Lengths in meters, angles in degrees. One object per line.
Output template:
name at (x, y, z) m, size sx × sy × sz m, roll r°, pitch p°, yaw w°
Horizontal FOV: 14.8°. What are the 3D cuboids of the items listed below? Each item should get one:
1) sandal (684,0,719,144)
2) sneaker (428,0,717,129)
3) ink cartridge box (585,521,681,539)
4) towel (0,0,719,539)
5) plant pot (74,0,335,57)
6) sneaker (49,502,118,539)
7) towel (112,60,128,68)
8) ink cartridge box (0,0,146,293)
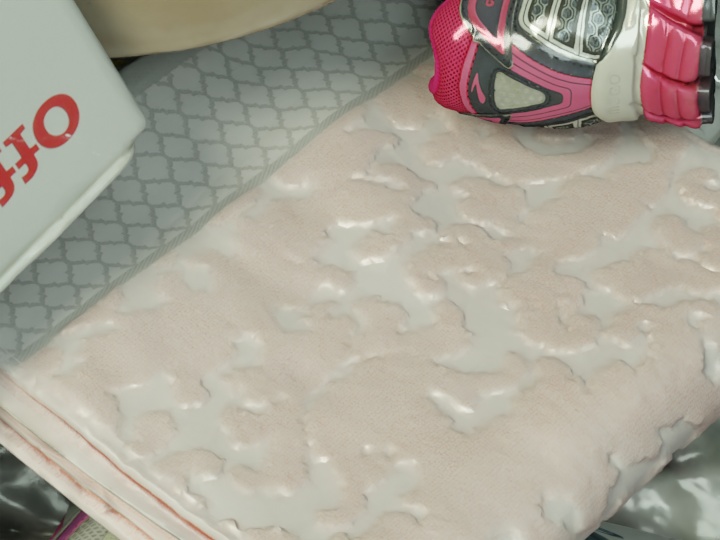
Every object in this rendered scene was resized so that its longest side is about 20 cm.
sandal at (0.110, -0.100, 0.832) m, size 0.082 × 0.050 × 0.203 m, roll 31°, pitch 65°, yaw 20°
sneaker at (0.049, -0.118, 0.758) m, size 0.074 × 0.201 × 0.081 m, roll -4°, pitch 132°, yaw 0°
ink cartridge box at (0.104, 0.117, 0.719) m, size 0.199 × 0.176 × 0.045 m, roll 16°, pitch 99°, yaw -43°
towel at (0.000, 0.000, 0.707) m, size 0.191 × 0.032 × 0.200 m, roll 34°, pitch 52°, yaw 25°
plant pot at (-0.060, -0.154, 0.683) m, size 0.199 × 0.200 × 0.174 m, roll -21°, pitch 118°, yaw -17°
sneaker at (-0.078, 0.115, 0.744) m, size 0.081 × 0.088 × 0.200 m, roll 39°, pitch 77°, yaw -11°
towel at (0.005, -0.009, 0.774) m, size 0.199 × 0.023 × 0.144 m, roll -4°, pitch 54°, yaw -19°
ink cartridge box at (-0.160, -0.063, 0.610) m, size 0.146 × 0.083 × 0.200 m, roll -47°, pitch 128°, yaw -23°
